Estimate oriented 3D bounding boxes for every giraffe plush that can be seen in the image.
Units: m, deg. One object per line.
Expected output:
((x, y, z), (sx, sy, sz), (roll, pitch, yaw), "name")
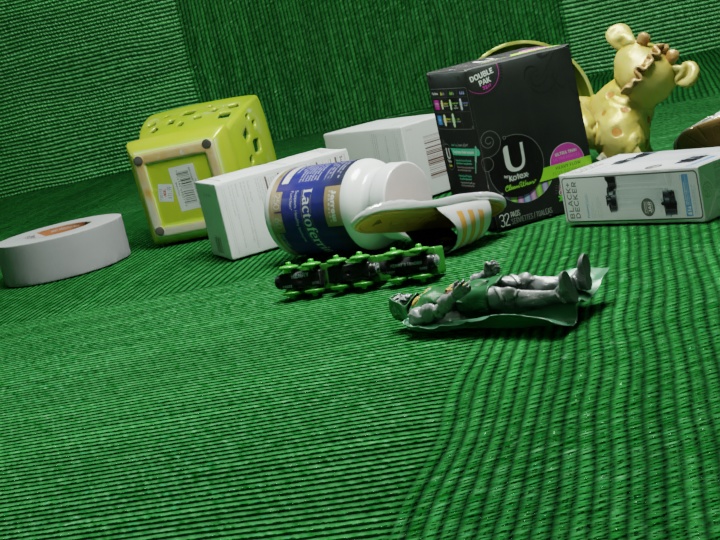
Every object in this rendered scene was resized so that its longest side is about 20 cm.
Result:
((0.342, -0.223, 1.804), (0.172, 0.162, 0.200), (24, 13, -8), "giraffe plush")

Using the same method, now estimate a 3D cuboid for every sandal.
((0.081, -0.045, 1.616), (0.207, 0.059, 0.079), (-7, -20, -33), "sandal")

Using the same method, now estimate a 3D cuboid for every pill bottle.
((-0.015, -0.081, 1.769), (0.200, 0.116, 0.116), (-4, 13, 41), "pill bottle")

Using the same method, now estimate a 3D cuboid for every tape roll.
((-0.464, -0.033, 2.203), (0.200, 0.066, 0.200), (-12, 11, 2), "tape roll")

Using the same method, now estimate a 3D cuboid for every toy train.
((0.000, 0.000, 1.539), (0.200, 0.042, 0.056), (-8, 2, 27), "toy train")

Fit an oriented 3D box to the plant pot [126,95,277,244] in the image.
((-0.253, -0.153, 2.252), (0.199, 0.200, 0.181), (-9, 17, 16), "plant pot")

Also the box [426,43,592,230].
((0.187, -0.166, 1.742), (0.148, 0.200, 0.124), (-16, 11, -18), "box")

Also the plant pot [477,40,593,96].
((0.231, -0.224, 2.106), (0.200, 0.201, 0.193), (-14, -2, -5), "plant pot")

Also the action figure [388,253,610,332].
((0.107, 0.024, 1.249), (0.200, 0.055, 0.118), (-10, 13, 36), "action figure")

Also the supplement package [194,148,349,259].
((-0.115, -0.097, 1.991), (0.200, 0.110, 0.114), (-17, 11, -18), "supplement package")

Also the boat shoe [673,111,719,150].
((0.506, -0.192, 1.849), (0.200, 0.071, 0.069), (-14, 12, 1), "boat shoe")

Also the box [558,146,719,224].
((0.334, -0.095, 1.573), (0.117, 0.060, 0.200), (-20, 12, -36), "box")

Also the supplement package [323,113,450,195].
((0.054, -0.173, 2.175), (0.117, 0.117, 0.200), (-21, 14, -35), "supplement package")
